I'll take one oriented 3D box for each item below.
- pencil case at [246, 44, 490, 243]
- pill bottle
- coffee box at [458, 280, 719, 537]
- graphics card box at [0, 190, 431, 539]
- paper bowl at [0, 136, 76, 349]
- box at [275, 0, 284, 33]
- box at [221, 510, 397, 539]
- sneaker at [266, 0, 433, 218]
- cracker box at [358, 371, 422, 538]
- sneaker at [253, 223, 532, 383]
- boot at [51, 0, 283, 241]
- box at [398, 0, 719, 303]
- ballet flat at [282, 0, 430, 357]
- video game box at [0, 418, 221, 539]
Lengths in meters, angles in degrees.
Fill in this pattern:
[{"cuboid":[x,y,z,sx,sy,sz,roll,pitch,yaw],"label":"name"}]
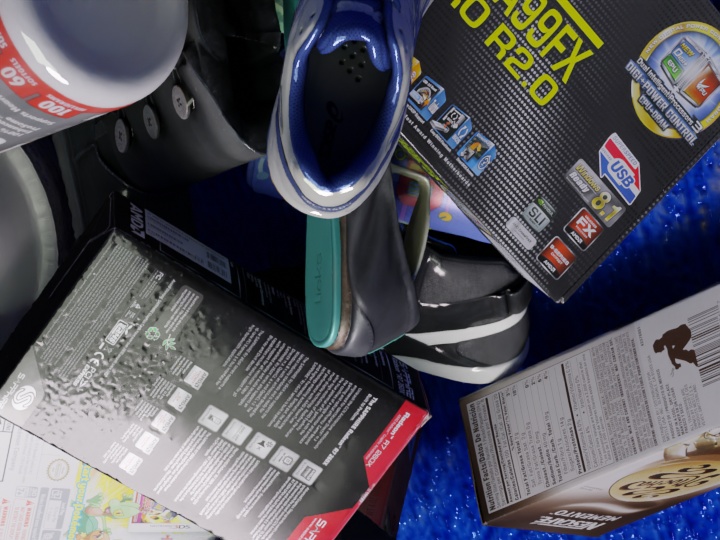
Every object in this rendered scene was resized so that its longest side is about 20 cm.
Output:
[{"cuboid":[0.037,-0.062,1.379,0.198,0.087,0.079,13,114,1],"label":"pencil case"},{"cuboid":[-0.188,-0.117,1.290,0.199,0.116,0.116,-16,131,45],"label":"pill bottle"},{"cuboid":[0.168,0.082,1.463,0.199,0.080,0.113,-27,155,38],"label":"coffee box"},{"cuboid":[-0.079,0.062,1.339,0.199,0.051,0.126,30,110,-20],"label":"graphics card box"},{"cuboid":[-0.260,-0.011,1.433,0.199,0.104,0.202,1,99,6],"label":"paper bowl"},{"cuboid":[-0.029,-0.200,1.280,0.143,0.037,0.201,8,139,8],"label":"box"},{"cuboid":[-0.039,0.243,1.472,0.199,0.104,0.182,-36,134,14],"label":"box"},{"cuboid":[0.004,-0.122,1.158,0.075,0.202,0.088,6,-178,-5],"label":"sneaker"},{"cuboid":[-0.071,0.114,1.560,0.198,0.135,0.058,5,137,11],"label":"cracker box"},{"cuboid":[0.000,0.000,1.470,0.198,0.073,0.112,3,135,1],"label":"sneaker"},{"cuboid":[-0.086,-0.051,1.350,0.200,0.065,0.166,-24,89,55],"label":"boot"},{"cuboid":[0.087,-0.106,1.270,0.160,0.044,0.200,-45,120,-2],"label":"box"},{"cuboid":[0.001,-0.058,1.308,0.073,0.073,0.202,-4,91,21],"label":"ballet flat"},{"cuboid":[-0.155,0.133,1.442,0.181,0.047,0.201,6,129,-15],"label":"video game box"}]
